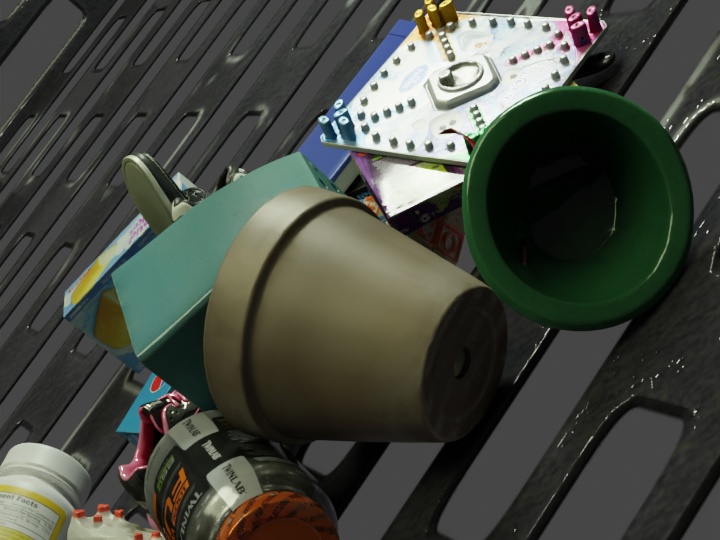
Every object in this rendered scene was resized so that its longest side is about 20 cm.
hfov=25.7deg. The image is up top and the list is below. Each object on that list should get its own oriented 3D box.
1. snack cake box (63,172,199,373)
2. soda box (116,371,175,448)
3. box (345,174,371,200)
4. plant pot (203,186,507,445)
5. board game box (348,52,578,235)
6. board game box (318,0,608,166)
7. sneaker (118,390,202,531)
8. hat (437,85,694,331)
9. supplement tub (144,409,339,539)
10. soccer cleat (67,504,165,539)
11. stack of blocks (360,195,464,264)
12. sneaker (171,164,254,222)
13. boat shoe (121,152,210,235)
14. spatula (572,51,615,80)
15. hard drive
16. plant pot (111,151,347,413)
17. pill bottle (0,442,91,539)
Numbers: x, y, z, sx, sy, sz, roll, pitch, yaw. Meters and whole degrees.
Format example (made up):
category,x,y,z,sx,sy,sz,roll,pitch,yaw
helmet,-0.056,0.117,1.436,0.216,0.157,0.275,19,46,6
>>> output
category,x,y,z,sx,sy,sz,roll,pitch,yaw
snack cake box,-0.227,0.004,1.779,0.200,0.115,0.067,-45,23,13
soda box,-0.157,0.095,1.577,0.068,0.064,0.201,-8,47,58
box,0.034,-0.124,1.537,0.199,0.046,0.160,-23,36,50
plant pot,0.008,0.050,1.190,0.172,0.200,0.201,15,64,35
board game box,0.098,-0.109,1.350,0.199,0.032,0.120,-26,41,-2
board game box,0.088,-0.172,1.389,0.199,0.026,0.200,11,49,38
sneaker,-0.161,0.138,1.470,0.079,0.095,0.201,-8,46,43
hat,0.154,-0.043,1.198,0.164,0.202,0.176,-8,-10,1
supplement tub,-0.092,0.192,1.236,0.123,0.122,0.200,-52,23,-4
soccer cleat,-0.198,0.265,1.409,0.199,0.069,0.078,8,101,50
stack of blocks,0.000,0.000,1.423,0.199,0.058,0.116,-17,48,47
sneaker,-0.103,-0.076,1.638,0.199,0.088,0.075,-28,19,-20
boat shoe,-0.180,-0.054,1.688,0.066,0.200,0.074,-43,23,-24
spatula,0.159,-0.165,1.443,0.199,0.021,0.057,-21,35,53
hard drive,0.006,-0.156,1.542,0.201,0.025,0.132,-53,22,-2
plant pot,-0.084,0.010,1.350,0.200,0.141,0.142,-42,34,9
pill bottle,-0.348,0.281,1.581,0.114,0.114,0.201,-28,31,41
